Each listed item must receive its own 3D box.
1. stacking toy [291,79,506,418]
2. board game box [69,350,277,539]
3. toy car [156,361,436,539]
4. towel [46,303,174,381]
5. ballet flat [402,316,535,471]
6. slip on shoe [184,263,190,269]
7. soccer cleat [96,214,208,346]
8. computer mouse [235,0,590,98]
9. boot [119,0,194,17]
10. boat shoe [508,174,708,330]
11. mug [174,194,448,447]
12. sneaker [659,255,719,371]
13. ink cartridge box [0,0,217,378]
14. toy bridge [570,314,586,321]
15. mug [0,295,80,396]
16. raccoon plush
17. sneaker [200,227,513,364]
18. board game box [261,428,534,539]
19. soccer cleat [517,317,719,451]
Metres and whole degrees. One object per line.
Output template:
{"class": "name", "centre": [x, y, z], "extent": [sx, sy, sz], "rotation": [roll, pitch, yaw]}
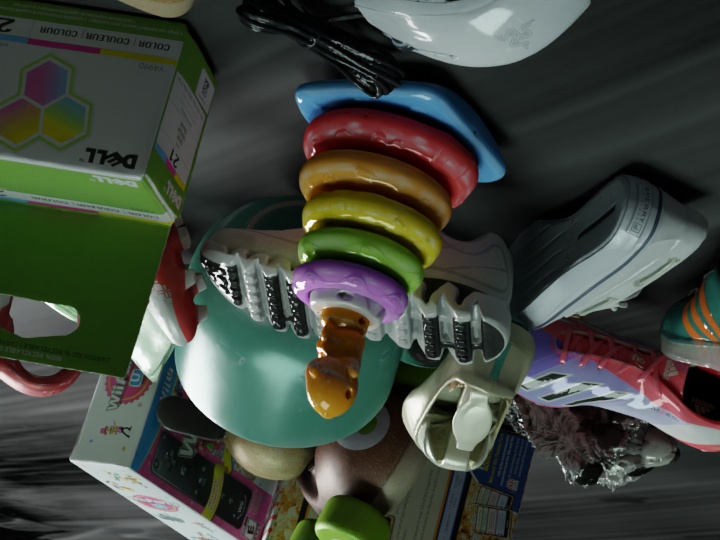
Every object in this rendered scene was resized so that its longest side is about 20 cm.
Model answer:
{"class": "stacking toy", "centre": [0.002, -0.007, 1.420], "extent": [0.109, 0.201, 0.116], "rotation": [2, 156, 31]}
{"class": "board game box", "centre": [-0.136, 0.124, 1.949], "extent": [0.064, 0.148, 0.200], "rotation": [5, 159, 33]}
{"class": "toy car", "centre": [-0.051, 0.116, 1.876], "extent": [0.199, 0.165, 0.158], "rotation": [32, 155, -6]}
{"class": "towel", "centre": [-0.220, 0.002, 1.780], "extent": [0.199, 0.023, 0.153], "rotation": [35, 158, 1]}
{"class": "ballet flat", "centre": [0.066, 0.095, 1.589], "extent": [0.069, 0.070, 0.200], "rotation": [15, 152, -2]}
{"class": "slip on shoe", "centre": [-0.076, 0.045, 1.750], "extent": [0.060, 0.077, 0.200], "rotation": [9, -173, -34]}
{"class": "soccer cleat", "centre": [-0.154, -0.026, 1.506], "extent": [0.085, 0.201, 0.069], "rotation": [-21, 146, -5]}
{"class": "computer mouse", "centre": [0.034, -0.131, 1.296], "extent": [0.199, 0.044, 0.109], "rotation": [-6, 151, 45]}
{"class": "boot", "centre": [-0.164, -0.211, 1.226], "extent": [0.199, 0.073, 0.167], "rotation": [15, 148, 3]}
{"class": "boat shoe", "centre": [0.148, 0.002, 1.525], "extent": [0.066, 0.074, 0.200], "rotation": [21, 159, -16]}
{"class": "mug", "centre": [-0.031, 0.018, 1.610], "extent": [0.152, 0.184, 0.115], "rotation": [45, 144, 27]}
{"class": "sneaker", "centre": [0.246, 0.024, 1.540], "extent": [0.071, 0.081, 0.200], "rotation": [4, -177, -13]}
{"class": "ink cartridge box", "centre": [-0.185, -0.051, 1.436], "extent": [0.147, 0.201, 0.076], "rotation": [9, 159, 15]}
{"class": "toy bridge", "centre": [0.058, 0.007, 1.673], "extent": [0.199, 0.027, 0.067], "rotation": [11, 157, 12]}
{"class": "mug", "centre": [-0.268, -0.009, 1.610], "extent": [0.133, 0.201, 0.177], "rotation": [-6, 153, 43]}
{"class": "raccoon plush", "centre": [0.148, 0.087, 1.797], "extent": [0.200, 0.097, 0.134], "rotation": [41, -179, 15]}
{"class": "sneaker", "centre": [0.000, 0.000, 1.506], "extent": [0.199, 0.081, 0.075], "rotation": [11, 151, 4]}
{"class": "board game box", "centre": [0.031, 0.185, 1.987], "extent": [0.199, 0.152, 0.046], "rotation": [17, 163, -5]}
{"class": "soccer cleat", "centre": [0.178, 0.068, 1.619], "extent": [0.199, 0.067, 0.076], "rotation": [21, 155, -10]}
